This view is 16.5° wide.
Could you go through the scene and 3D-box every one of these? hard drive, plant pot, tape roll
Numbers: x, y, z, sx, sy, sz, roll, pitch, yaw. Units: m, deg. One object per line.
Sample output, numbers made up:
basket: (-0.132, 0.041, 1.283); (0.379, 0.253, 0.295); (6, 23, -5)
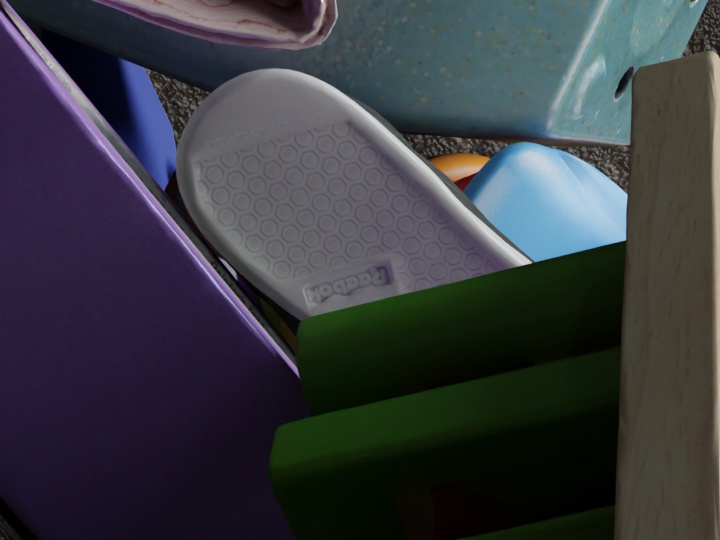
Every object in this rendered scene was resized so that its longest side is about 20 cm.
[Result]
hard drive: (-0.093, -0.041, 0.891); (0.200, 0.025, 0.132); (-104, 172, -55)
plant pot: (0.018, -0.135, 0.801); (0.200, 0.197, 0.196); (28, 10, 19)
tape roll: (-0.069, 0.007, 0.603); (0.200, 0.066, 0.200); (50, -1, 1)

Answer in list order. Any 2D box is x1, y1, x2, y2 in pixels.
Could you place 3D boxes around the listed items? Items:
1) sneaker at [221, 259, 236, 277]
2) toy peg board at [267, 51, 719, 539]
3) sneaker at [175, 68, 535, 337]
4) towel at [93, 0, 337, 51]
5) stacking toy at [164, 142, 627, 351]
sneaker: (0.025, 0.031, 0.967); (0.081, 0.146, 0.201); (-111, -179, -84)
toy peg board: (0.050, 0.098, 0.485); (0.200, 0.098, 0.200); (-78, 150, -55)
sneaker: (0.027, 0.019, 0.672); (0.200, 0.071, 0.099); (47, 4, -11)
towel: (-0.112, -0.119, 0.606); (0.191, 0.032, 0.200); (19, 17, -22)
stacking toy: (0.000, 0.000, 0.815); (0.200, 0.110, 0.116); (25, -12, 47)
